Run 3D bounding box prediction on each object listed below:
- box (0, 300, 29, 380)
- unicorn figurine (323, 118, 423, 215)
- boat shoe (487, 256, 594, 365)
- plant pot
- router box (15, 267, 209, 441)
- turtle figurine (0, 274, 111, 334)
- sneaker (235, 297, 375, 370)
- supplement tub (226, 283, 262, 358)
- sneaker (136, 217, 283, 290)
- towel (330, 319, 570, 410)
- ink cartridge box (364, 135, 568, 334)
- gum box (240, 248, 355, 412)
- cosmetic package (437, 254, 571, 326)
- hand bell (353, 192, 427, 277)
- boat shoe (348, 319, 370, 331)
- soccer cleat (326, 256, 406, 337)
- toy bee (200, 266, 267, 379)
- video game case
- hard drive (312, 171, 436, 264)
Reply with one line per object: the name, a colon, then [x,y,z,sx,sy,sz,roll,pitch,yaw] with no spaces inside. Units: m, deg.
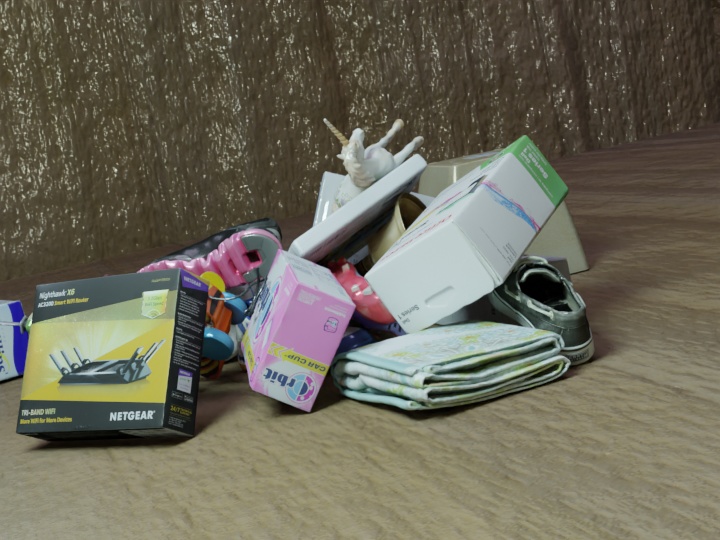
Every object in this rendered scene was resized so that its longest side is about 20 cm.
box: [-0.586,0.114,1.744,0.198,0.106,0.183,-17,9,-32]
unicorn figurine: [0.010,-0.123,1.469,0.074,0.201,0.137,33,52,15]
boat shoe: [0.181,0.021,1.255,0.070,0.064,0.200,-15,27,-12]
plant pot: [0.180,-0.075,1.754,0.198,0.179,0.200,-14,8,-14]
router box: [-0.250,0.088,1.250,0.198,0.159,0.052,-7,-20,31]
turtle figurine: [-0.318,0.103,1.403,0.199,0.145,0.193,-24,29,-35]
sneaker: [-0.072,0.068,1.418,0.198,0.089,0.075,-3,9,37]
supplement tub: [-0.192,0.041,1.615,0.130,0.134,0.200,-11,7,2]
sneaker: [-0.177,-0.011,1.481,0.198,0.080,0.096,-18,27,15]
towel: [0.082,0.090,1.195,0.169,0.049,0.200,-11,7,-23]
ink cartridge box: [0.114,-0.038,1.315,0.144,0.084,0.200,-33,10,42]
gum box: [-0.070,0.055,1.283,0.066,0.114,0.200,22,7,-12]
cosmetic package: [0.158,0.025,1.455,0.101,0.075,0.200,-15,10,-21]
hand bell: [0.000,0.000,1.502,0.199,0.105,0.104,-31,-2,26]
boat shoe: [-0.062,0.049,1.596,0.062,0.074,0.199,-17,16,-40]
soccer cleat: [-0.004,0.035,1.404,0.066,0.077,0.199,-36,19,-21]
toy bee: [-0.178,0.042,1.381,0.108,0.201,0.131,23,33,-6]
video game case: [-0.020,-0.042,1.479,0.199,0.023,0.182,-37,-10,-26]
hard drive: [0.036,-0.041,1.616,0.198,0.133,0.025,13,-9,-10]
